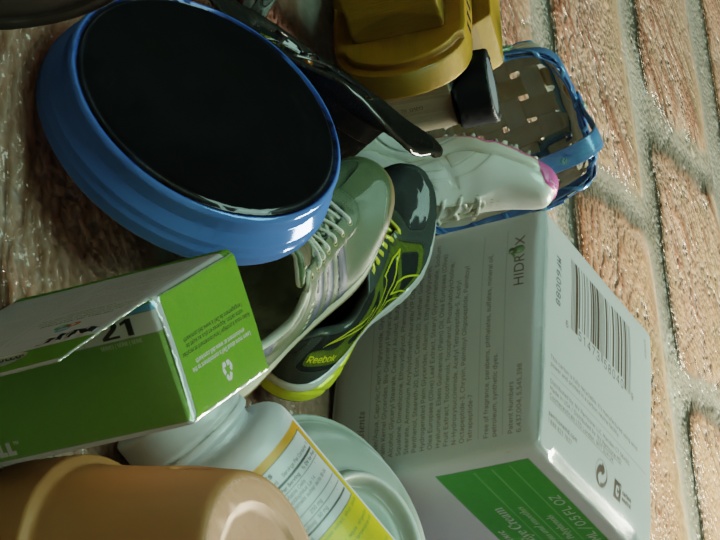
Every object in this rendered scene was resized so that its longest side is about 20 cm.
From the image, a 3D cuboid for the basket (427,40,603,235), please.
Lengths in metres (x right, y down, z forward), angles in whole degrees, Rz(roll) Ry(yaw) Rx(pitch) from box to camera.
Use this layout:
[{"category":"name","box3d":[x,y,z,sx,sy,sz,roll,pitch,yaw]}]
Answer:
[{"category":"basket","box3d":[0.098,-0.096,1.891,0.200,0.176,0.139,-97,163,-65]}]

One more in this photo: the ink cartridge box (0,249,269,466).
[{"category":"ink cartridge box","box3d":[-0.160,0.062,1.279,0.200,0.148,0.076,-38,112,-63]}]

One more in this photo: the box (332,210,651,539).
[{"category":"box","box3d":[0.099,0.099,1.774,0.199,0.171,0.200,45,41,-47]}]

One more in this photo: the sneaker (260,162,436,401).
[{"category":"sneaker","box3d":[0.000,0.000,1.641,0.200,0.074,0.085,-59,176,-28]}]

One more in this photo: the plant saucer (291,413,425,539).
[{"category":"plant saucer","box3d":[-0.010,0.188,1.584,0.200,0.050,0.200,21,60,-43]}]

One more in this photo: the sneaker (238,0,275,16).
[{"category":"sneaker","box3d":[-0.017,-0.249,1.706,0.082,0.200,0.078,33,27,-23]}]

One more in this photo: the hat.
[{"category":"hat","box3d":[-0.045,-0.110,1.659,0.201,0.081,0.201,36,5,-4]}]

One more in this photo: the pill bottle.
[{"category":"pill bottle","box3d":[-0.055,0.157,1.463,0.200,0.109,0.109,51,30,-10]}]

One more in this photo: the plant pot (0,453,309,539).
[{"category":"plant pot","box3d":[-0.111,0.189,1.322,0.200,0.140,0.200,40,42,-50]}]

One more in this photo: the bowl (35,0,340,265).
[{"category":"bowl","box3d":[-0.101,-0.092,1.493,0.201,0.039,0.201,22,41,-20]}]

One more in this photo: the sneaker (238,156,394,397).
[{"category":"sneaker","box3d":[-0.040,-0.005,1.540,0.200,0.067,0.090,-51,171,-21]}]

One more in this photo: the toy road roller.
[{"category":"toy road roller","box3d":[0.034,-0.196,1.808,0.200,0.123,0.146,-89,165,-50]}]

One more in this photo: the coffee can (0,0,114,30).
[{"category":"coffee can","box3d":[-0.206,-0.255,1.359,0.146,0.146,0.200,24,56,-60]}]

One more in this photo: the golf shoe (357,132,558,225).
[{"category":"golf shoe","box3d":[0.042,-0.054,1.746,0.075,0.200,0.092,88,10,-64]}]
